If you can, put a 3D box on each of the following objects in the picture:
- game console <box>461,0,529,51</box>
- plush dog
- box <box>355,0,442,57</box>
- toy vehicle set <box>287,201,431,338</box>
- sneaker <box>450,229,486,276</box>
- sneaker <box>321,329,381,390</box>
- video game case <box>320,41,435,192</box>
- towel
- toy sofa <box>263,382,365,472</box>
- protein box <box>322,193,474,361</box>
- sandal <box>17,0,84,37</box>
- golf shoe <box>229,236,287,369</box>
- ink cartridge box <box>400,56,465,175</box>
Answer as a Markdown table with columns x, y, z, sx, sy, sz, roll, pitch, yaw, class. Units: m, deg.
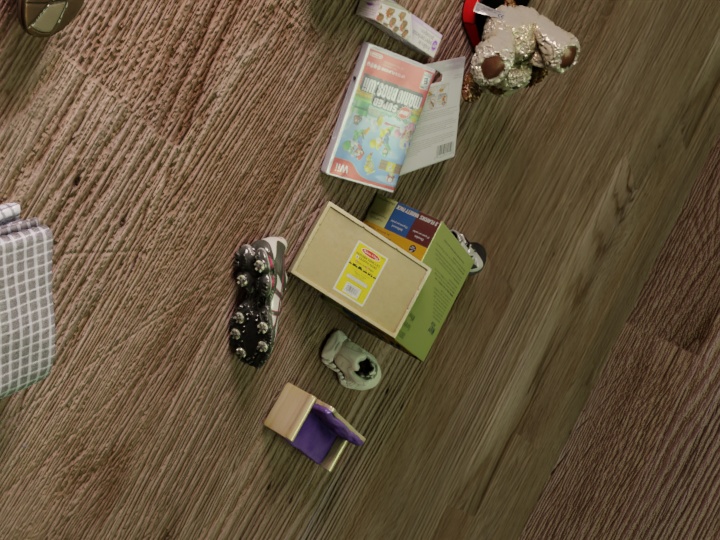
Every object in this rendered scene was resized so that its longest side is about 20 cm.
| x | y | z | sx | sy | sz | roll | pitch | yaw | class |
| --- | --- | --- | --- | --- | --- | --- | --- | --- | --- |
| 0.245 | -0.476 | 1.776 | 0.202 | 0.031 | 0.177 | -59 | 155 | -11 | game console |
| 0.247 | -0.363 | 1.734 | 0.196 | 0.163 | 0.173 | -12 | 152 | -18 | plush dog |
| 0.060 | -0.369 | 1.534 | 0.199 | 0.041 | 0.039 | 11 | 102 | -60 | box |
| 0.000 | 0.000 | 1.583 | 0.126 | 0.198 | 0.026 | -59 | -166 | -8 | toy vehicle set |
| 0.189 | -0.038 | 1.957 | 0.199 | 0.073 | 0.090 | -22 | 132 | -51 | sneaker |
| 0.000 | 0.174 | 1.799 | 0.076 | 0.080 | 0.200 | -62 | 152 | -9 | sneaker |
| 0.028 | -0.230 | 1.558 | 0.141 | 0.017 | 0.203 | 11 | 104 | -40 | video game case |
| -0.395 | 0.047 | 1.048 | 0.165 | 0.085 | 0.203 | -25 | 132 | -50 | towel |
| -0.074 | 0.275 | 1.734 | 0.084 | 0.097 | 0.200 | -58 | 151 | -13 | toy sofa |
| 0.069 | 0.016 | 1.736 | 0.202 | 0.133 | 0.198 | -62 | 151 | -7 | protein box |
| -0.299 | -0.324 | 0.972 | 0.081 | 0.054 | 0.204 | -8 | 104 | -63 | sandal |
| -0.137 | 0.048 | 1.487 | 0.088 | 0.076 | 0.203 | -34 | 139 | -53 | golf shoe |
| 0.097 | -0.256 | 1.676 | 0.199 | 0.043 | 0.177 | -24 | 124 | -50 | ink cartridge box |
